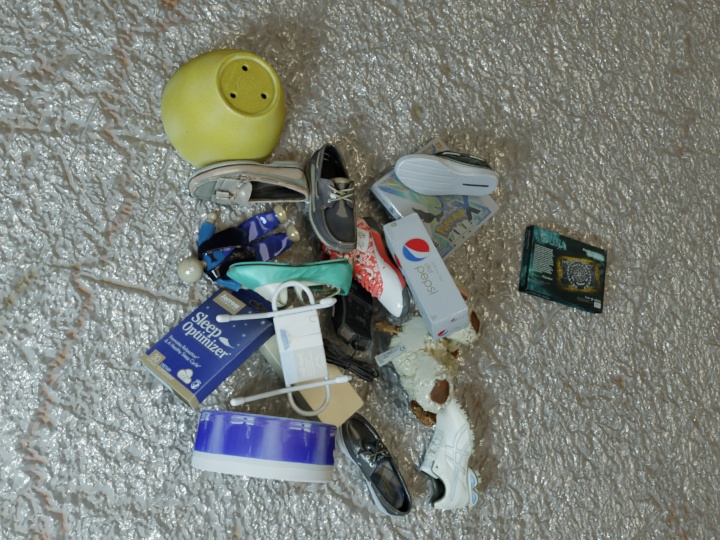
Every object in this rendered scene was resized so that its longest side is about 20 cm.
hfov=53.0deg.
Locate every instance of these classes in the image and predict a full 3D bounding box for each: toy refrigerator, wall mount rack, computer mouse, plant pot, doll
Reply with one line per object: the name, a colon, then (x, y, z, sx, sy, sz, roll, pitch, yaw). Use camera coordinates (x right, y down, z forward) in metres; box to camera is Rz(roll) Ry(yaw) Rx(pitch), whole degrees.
toy refrigerator: (-0.088, 0.157, 1.158, 0.076, 0.070, 0.200, -39, 99, -20)
wall mount rack: (-0.109, 0.113, 1.030, 0.173, 0.075, 0.201, -10, 82, -12)
computer mouse: (-0.039, 0.084, 1.170, 0.140, 0.046, 0.201, 28, 40, -33)
plant pot: (-0.196, -0.262, 1.123, 0.199, 0.142, 0.201, 4, 81, -26)
doll: (-0.200, -0.036, 1.140, 0.200, 0.048, 0.137, -30, 86, -28)

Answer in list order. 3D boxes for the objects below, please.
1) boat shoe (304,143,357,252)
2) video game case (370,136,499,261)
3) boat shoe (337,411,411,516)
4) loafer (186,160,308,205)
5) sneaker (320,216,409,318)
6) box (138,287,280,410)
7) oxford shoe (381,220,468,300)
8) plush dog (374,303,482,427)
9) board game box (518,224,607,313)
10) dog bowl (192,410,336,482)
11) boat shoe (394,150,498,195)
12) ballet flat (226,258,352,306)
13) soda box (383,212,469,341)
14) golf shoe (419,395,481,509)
boat shoe: (-0.047, -0.124, 1.181, 0.074, 0.073, 0.201, -5, 59, -24)
video game case: (0.139, -0.130, 1.307, 0.182, 0.022, 0.200, 49, 55, 1)
boat shoe: (0.026, 0.319, 1.191, 0.070, 0.066, 0.201, -27, 95, -28)
loafer: (-0.172, -0.134, 1.149, 0.199, 0.072, 0.063, -10, 64, -31)
sneaker: (0.000, 0.000, 1.198, 0.107, 0.067, 0.202, -8, 59, -25)
box: (-0.215, 0.101, 1.079, 0.200, 0.121, 0.032, -43, 146, -27)
oxford shoe: (0.122, -0.016, 1.291, 0.200, 0.071, 0.074, 35, 63, -19)
plush dog: (0.109, 0.159, 1.218, 0.200, 0.160, 0.172, -60, 149, -32)
board game box: (0.412, -0.001, 1.460, 0.199, 0.028, 0.136, 17, 75, -24)
dog bowl: (-0.135, 0.251, 1.035, 0.199, 0.200, 0.079, 13, 74, -25)
boat shoe: (0.148, -0.178, 1.289, 0.199, 0.072, 0.071, 8, 40, -23)
ballet flat: (-0.103, 0.021, 1.112, 0.199, 0.067, 0.071, -3, 76, -21)
soda box: (0.104, 0.008, 1.162, 0.063, 0.068, 0.201, -23, 59, -4)
golf shoe: (0.147, 0.316, 1.252, 0.097, 0.078, 0.201, -8, 85, -22)
